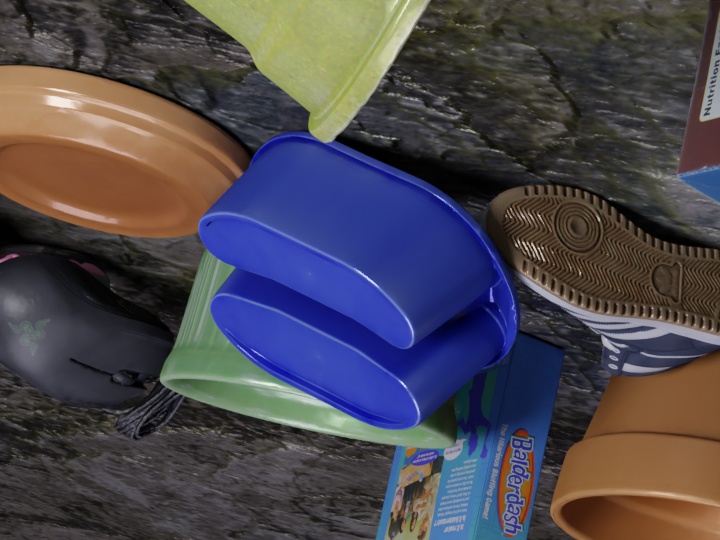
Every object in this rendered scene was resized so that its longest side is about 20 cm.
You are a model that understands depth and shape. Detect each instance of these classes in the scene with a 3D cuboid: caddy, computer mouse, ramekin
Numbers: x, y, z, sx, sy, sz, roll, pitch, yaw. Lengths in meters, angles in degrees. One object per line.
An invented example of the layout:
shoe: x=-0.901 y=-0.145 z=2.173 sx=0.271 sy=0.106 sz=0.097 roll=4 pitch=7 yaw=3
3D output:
caddy: x=0.000 y=0.000 z=1.481 sx=0.199 sy=0.105 sz=0.142 roll=26 pitch=140 yaw=28
computer mouse: x=-0.184 y=0.053 z=1.774 sx=0.199 sy=0.053 sz=0.139 roll=26 pitch=114 yaw=-36
ramekin: x=-0.025 y=0.047 z=1.654 sx=0.199 sy=0.098 sz=0.200 roll=12 pitch=171 yaw=2

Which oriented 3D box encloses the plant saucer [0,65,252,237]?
plant saucer: x=-0.164 y=-0.067 z=1.558 sx=0.199 sy=0.038 sz=0.200 roll=13 pitch=161 yaw=4

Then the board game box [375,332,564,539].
board game box: x=0.069 y=0.155 z=1.777 sx=0.045 sy=0.201 sz=0.152 roll=22 pitch=161 yaw=-23

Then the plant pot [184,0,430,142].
plant pot: x=-0.045 y=-0.179 z=0.949 sx=0.184 sy=0.201 sz=0.200 roll=28 pitch=159 yaw=-8

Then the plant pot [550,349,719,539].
plant pot: x=0.232 y=0.111 z=1.631 sx=0.199 sy=0.141 sz=0.200 roll=12 pitch=161 yaw=4

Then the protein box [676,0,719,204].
protein box: x=0.278 y=-0.076 z=1.064 sx=0.198 sy=0.136 sz=0.199 roll=26 pitch=158 yaw=-34

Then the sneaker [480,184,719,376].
sneaker: x=0.143 y=0.011 z=1.514 sx=0.199 sy=0.070 sz=0.108 roll=18 pitch=159 yaw=-21

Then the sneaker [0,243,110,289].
sneaker: x=-0.279 y=0.000 z=1.796 sx=0.199 sy=0.096 sz=0.079 roll=-1 pitch=125 yaw=-13
